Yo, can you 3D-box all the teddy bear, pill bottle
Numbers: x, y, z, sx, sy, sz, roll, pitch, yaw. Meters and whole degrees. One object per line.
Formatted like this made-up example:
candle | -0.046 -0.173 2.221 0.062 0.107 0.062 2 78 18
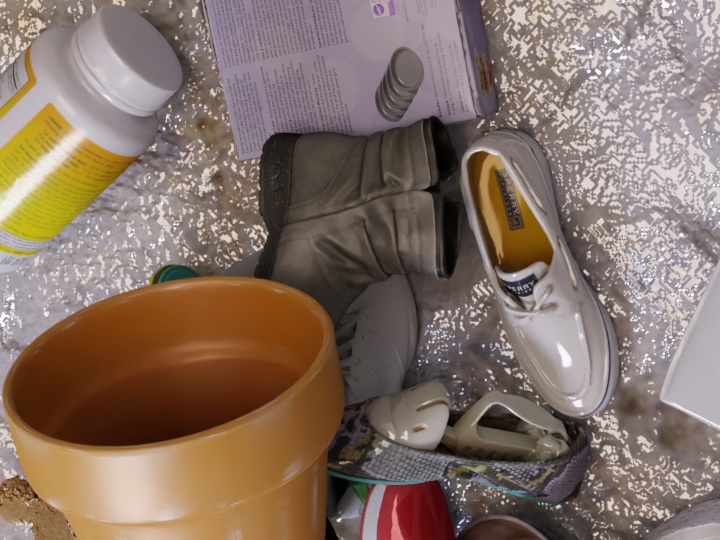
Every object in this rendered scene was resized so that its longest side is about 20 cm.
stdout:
teddy bear | -0.209 0.197 1.448 0.145 0.067 0.201 -3 105 33
pill bottle | -0.219 -0.096 1.364 0.200 0.109 0.109 -40 84 24

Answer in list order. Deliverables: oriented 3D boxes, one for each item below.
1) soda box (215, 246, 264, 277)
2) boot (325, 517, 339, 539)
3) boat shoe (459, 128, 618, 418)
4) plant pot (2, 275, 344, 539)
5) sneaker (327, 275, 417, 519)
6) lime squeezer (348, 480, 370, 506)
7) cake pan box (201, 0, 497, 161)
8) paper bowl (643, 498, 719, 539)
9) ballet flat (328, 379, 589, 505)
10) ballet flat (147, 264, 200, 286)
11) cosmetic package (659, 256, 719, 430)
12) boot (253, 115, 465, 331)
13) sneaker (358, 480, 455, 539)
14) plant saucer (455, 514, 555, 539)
soda box | -0.134 0.065 1.303 0.064 0.200 0.068 57 157 1
boot | -0.105 0.157 1.322 0.200 0.072 0.144 44 100 24
boat shoe | 0.112 0.006 1.264 0.071 0.070 0.201 -15 94 25
plant pot | -0.099 0.130 1.178 0.200 0.200 0.184 2 119 23
sneaker | -0.007 0.073 1.317 0.075 0.088 0.201 -2 99 25
lime squeezer | 0.021 0.228 1.346 0.038 0.071 0.201 25 122 37
cake pan box | -0.015 -0.184 1.294 0.184 0.052 0.201 -10 96 22
paper bowl | 0.247 0.254 1.237 0.200 0.104 0.201 5 103 21
ballet flat | 0.060 0.105 1.264 0.200 0.072 0.072 10 107 -17
ballet flat | -0.105 0.093 1.381 0.200 0.067 0.067 59 144 2
cosmetic package | 0.312 0.032 1.132 0.200 0.165 0.165 27 109 17
boot | 0.000 0.000 1.250 0.130 0.068 0.201 0 86 22
sneaker | 0.067 0.227 1.276 0.115 0.078 0.201 8 112 51
plant saucer | 0.113 0.261 1.285 0.200 0.034 0.201 6 97 60
